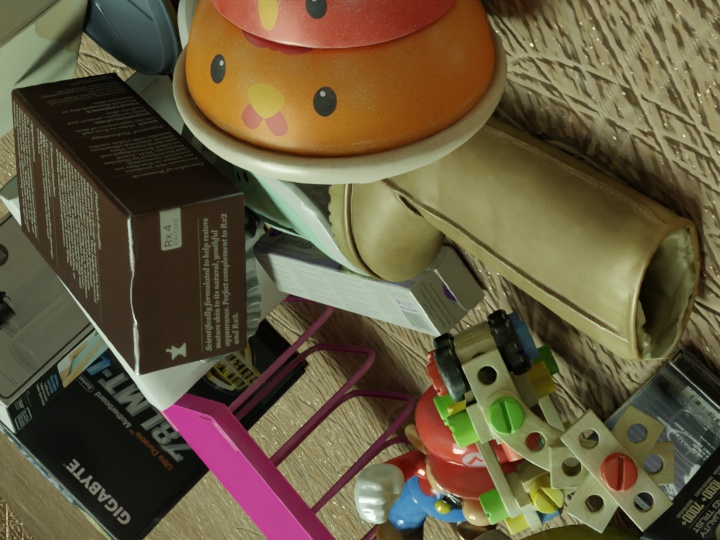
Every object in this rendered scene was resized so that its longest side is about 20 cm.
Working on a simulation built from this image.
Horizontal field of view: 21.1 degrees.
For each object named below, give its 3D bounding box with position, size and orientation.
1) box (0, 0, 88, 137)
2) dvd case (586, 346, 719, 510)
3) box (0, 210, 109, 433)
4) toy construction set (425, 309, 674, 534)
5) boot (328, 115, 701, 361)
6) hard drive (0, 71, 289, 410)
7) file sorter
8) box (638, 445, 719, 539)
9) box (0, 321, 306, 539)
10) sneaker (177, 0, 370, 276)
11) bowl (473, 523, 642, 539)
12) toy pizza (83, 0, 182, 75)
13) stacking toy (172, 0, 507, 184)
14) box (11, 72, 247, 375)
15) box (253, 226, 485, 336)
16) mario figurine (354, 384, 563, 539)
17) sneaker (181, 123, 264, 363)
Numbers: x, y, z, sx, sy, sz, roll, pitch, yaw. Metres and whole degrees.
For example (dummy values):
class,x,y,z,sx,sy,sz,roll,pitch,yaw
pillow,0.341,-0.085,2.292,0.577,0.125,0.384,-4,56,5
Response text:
class,x,y,z,sx,sy,sz,roll,pitch,yaw
box,-0.224,-0.157,1.170,0.095,0.078,0.200,49,164,0
dvd case,0.196,0.121,1.034,0.149,0.016,0.200,42,161,7
box,-0.222,0.006,1.424,0.117,0.200,0.060,42,161,15
toy construction set,0.090,0.087,1.026,0.132,0.092,0.200,66,169,-3
boot,0.072,-0.010,0.952,0.200,0.066,0.176,34,159,29
hard drive,-0.136,-0.019,1.282,0.027,0.132,0.200,28,155,49
file sorter,-0.023,0.129,1.364,0.200,0.125,0.139,52,163,-16
box,0.179,0.218,0.996,0.086,0.164,0.200,32,157,33
box,-0.179,0.077,1.480,0.200,0.198,0.050,45,163,2
sneaker,-0.060,-0.084,1.069,0.118,0.074,0.201,21,149,54
bowl,0.098,0.222,1.178,0.108,0.200,0.200,39,161,25
toy pizza,-0.165,-0.199,1.119,0.200,0.032,0.200,44,163,17
stacking toy,-0.014,-0.150,0.787,0.146,0.146,0.201,32,141,36
box,-0.136,-0.033,1.119,0.200,0.075,0.101,-135,40,-52
box,0.000,0.000,1.174,0.042,0.039,0.200,55,160,-24
mario figurine,0.062,0.142,1.211,0.106,0.123,0.200,40,157,12
sneaker,-0.104,-0.035,1.200,0.082,0.074,0.201,39,137,30
